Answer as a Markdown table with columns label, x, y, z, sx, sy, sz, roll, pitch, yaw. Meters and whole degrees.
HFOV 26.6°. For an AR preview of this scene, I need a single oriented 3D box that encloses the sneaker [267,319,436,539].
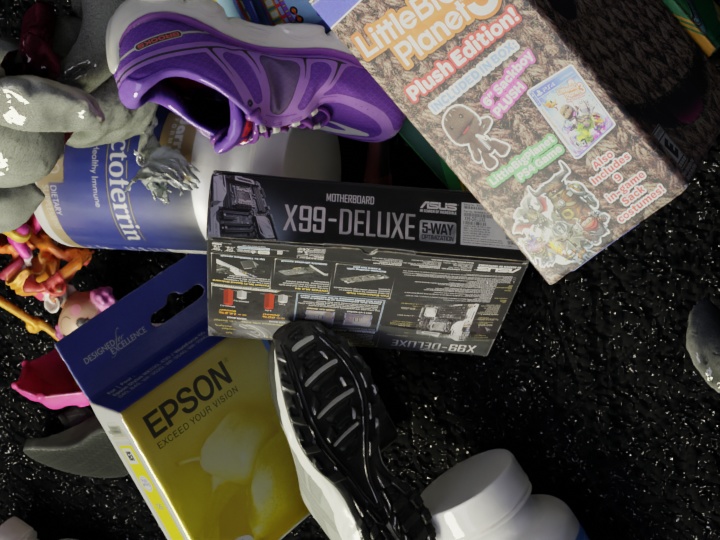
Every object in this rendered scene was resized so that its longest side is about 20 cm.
| label | x | y | z | sx | sy | sz | roll | pitch | yaw |
| --- | --- | --- | --- | --- | --- | --- | --- | --- | --- |
| sneaker | -0.021 | 0.125 | 1.035 | 0.079 | 0.074 | 0.200 | 7 | 125 | 50 |

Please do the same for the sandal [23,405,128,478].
| label | x | y | z | sx | sy | sz | roll | pitch | yaw |
| --- | --- | --- | --- | --- | --- | --- | --- | --- | --- |
| sandal | -0.207 | 0.133 | 1.231 | 0.075 | 0.048 | 0.200 | 29 | 152 | -28 |

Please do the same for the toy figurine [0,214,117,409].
| label | x | y | z | sx | sy | sz | roll | pitch | yaw |
| --- | --- | --- | --- | --- | --- | --- | --- | --- | --- |
| toy figurine | -0.245 | 0.020 | 1.165 | 0.184 | 0.150 | 0.200 | 41 | 124 | -12 |

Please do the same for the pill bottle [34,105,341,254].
| label | x | y | z | sx | sy | sz | roll | pitch | yaw |
| --- | --- | --- | --- | --- | --- | --- | --- | --- | --- |
| pill bottle | -0.122 | -0.070 | 1.062 | 0.200 | 0.116 | 0.116 | 3 | 115 | 23 |

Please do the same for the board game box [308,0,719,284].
| label | x | y | z | sx | sy | sz | roll | pitch | yaw |
| --- | --- | --- | --- | --- | --- | --- | --- | --- | --- |
| board game box | 0.096 | -0.121 | 0.837 | 0.097 | 0.159 | 0.200 | -39 | 95 | 33 |

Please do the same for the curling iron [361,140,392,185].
| label | x | y | z | sx | sy | sz | roll | pitch | yaw |
| --- | --- | --- | --- | --- | --- | --- | --- | --- | --- |
| curling iron | 0.001 | -0.055 | 1.061 | 0.026 | 0.049 | 0.200 | -132 | 35 | -52 |

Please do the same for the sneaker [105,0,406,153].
| label | x | y | z | sx | sy | sz | roll | pitch | yaw |
| --- | --- | --- | --- | --- | --- | --- | --- | --- | --- |
| sneaker | -0.062 | -0.103 | 0.924 | 0.200 | 0.084 | 0.081 | 10 | 151 | -27 |

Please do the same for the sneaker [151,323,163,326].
| label | x | y | z | sx | sy | sz | roll | pitch | yaw |
| --- | --- | --- | --- | --- | --- | --- | --- | --- | --- |
| sneaker | -0.107 | 0.101 | 1.158 | 0.200 | 0.105 | 0.075 | 30 | 109 | -37 |

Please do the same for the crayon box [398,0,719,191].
| label | x | y | z | sx | sy | sz | roll | pitch | yaw |
| --- | --- | --- | --- | --- | --- | --- | --- | --- | --- |
| crayon box | 0.117 | -0.130 | 0.954 | 0.119 | 0.058 | 0.200 | 48 | 124 | -3 |

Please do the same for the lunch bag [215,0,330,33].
| label | x | y | z | sx | sy | sz | roll | pitch | yaw |
| --- | --- | --- | --- | --- | --- | --- | --- | --- | --- |
| lunch bag | -0.080 | -0.210 | 0.978 | 0.200 | 0.094 | 0.151 | -22 | 101 | 29 |

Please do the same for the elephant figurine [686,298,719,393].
| label | x | y | z | sx | sy | sz | roll | pitch | yaw |
| --- | --- | --- | --- | --- | --- | --- | --- | --- | --- |
| elephant figurine | 0.261 | 0.058 | 0.894 | 0.155 | 0.200 | 0.142 | 37 | 124 | 4 |

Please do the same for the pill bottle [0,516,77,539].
| label | x | y | z | sx | sy | sz | roll | pitch | yaw |
| --- | --- | --- | --- | --- | --- | --- | --- | --- | --- |
| pill bottle | -0.241 | 0.302 | 1.303 | 0.200 | 0.112 | 0.112 | 34 | 124 | 6 |

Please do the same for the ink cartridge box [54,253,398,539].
| label | x | y | z | sx | sy | sz | roll | pitch | yaw |
| --- | --- | --- | --- | --- | --- | --- | --- | --- | --- |
| ink cartridge box | -0.085 | 0.087 | 1.074 | 0.047 | 0.198 | 0.200 | -7 | 114 | 51 |

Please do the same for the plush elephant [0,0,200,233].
| label | x | y | z | sx | sy | sz | roll | pitch | yaw |
| --- | --- | --- | --- | --- | --- | --- | --- | --- | --- |
| plush elephant | -0.209 | -0.110 | 0.946 | 0.165 | 0.155 | 0.200 | -45 | 75 | 34 |

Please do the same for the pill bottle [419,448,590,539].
| label | x | y | z | sx | sy | sz | roll | pitch | yaw |
| --- | --- | --- | --- | --- | --- | --- | --- | --- | --- |
| pill bottle | 0.125 | 0.233 | 1.099 | 0.112 | 0.112 | 0.200 | -24 | 102 | 32 |

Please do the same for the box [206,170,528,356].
| label | x | y | z | sx | sy | sz | roll | pitch | yaw |
| --- | --- | --- | --- | --- | --- | --- | --- | --- | --- |
| box | 0.000 | 0.000 | 0.991 | 0.200 | 0.050 | 0.158 | 4 | 155 | -3 |
